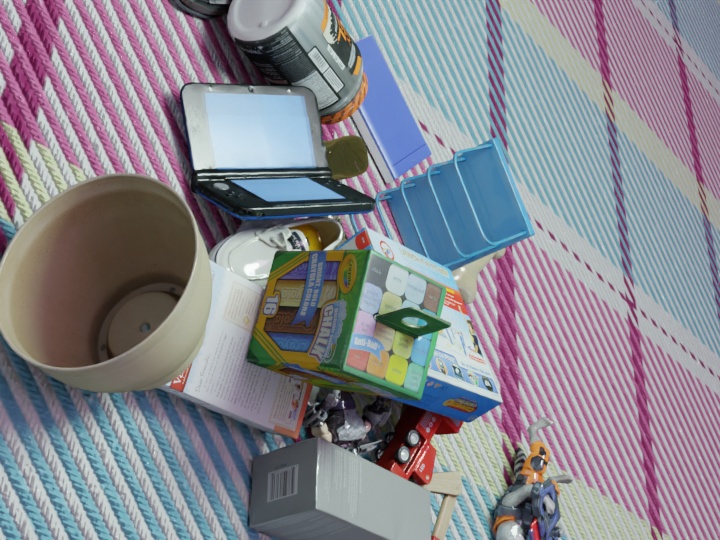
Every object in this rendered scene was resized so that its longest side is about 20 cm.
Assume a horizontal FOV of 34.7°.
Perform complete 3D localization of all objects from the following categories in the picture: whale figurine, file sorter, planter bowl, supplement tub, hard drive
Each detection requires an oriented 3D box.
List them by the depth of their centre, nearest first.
[{"bbox_3d":[-0.221,0.031,1.079,0.135,0.196,0.203,65,22,-56],"label":"planter bowl"},{"bbox_3d":[-0.074,-0.282,1.481,0.200,0.121,0.125,46,36,-52],"label":"supplement tub"},{"bbox_3d":[0.105,-0.068,1.554,0.122,0.198,0.141,-19,85,-53],"label":"file sorter"},{"bbox_3d":[0.027,-0.240,1.701,0.202,0.025,0.132,62,34,-7],"label":"hard drive"},{"bbox_3d":[0.154,-0.056,1.726,0.158,0.103,0.203,28,73,-43],"label":"whale figurine"}]

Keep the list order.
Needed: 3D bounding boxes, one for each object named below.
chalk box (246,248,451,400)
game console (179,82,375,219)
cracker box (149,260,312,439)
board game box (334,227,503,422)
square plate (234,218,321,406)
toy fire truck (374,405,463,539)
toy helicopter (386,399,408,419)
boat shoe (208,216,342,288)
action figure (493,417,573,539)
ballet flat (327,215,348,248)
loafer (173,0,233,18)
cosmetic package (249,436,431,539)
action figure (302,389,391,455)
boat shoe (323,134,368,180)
[{"bbox_3d":[0.001,0.056,1.176,0.124,0.198,0.126,25,75,-39],"label":"chalk box"},{"bbox_3d":[-0.095,-0.142,1.351,0.197,0.170,0.121,-6,113,-37],"label":"game console"},{"bbox_3d":[-0.132,0.084,1.227,0.199,0.057,0.136,31,71,-42],"label":"cracker box"},{"bbox_3d":[0.069,0.068,1.383,0.199,0.056,0.198,25,38,-50],"label":"board game box"},{"bbox_3d":[-0.094,0.030,1.374,0.201,0.028,0.199,51,38,-22],"label":"square plate"},{"bbox_3d":[0.083,0.253,1.418,0.141,0.048,0.201,49,55,-21],"label":"toy fire truck"},{"bbox_3d":[0.069,0.158,1.487,0.132,0.078,0.203,43,52,-40],"label":"toy helicopter"},{"bbox_3d":[-0.092,-0.023,1.316,0.199,0.069,0.072,-17,83,-51],"label":"boat shoe"},{"bbox_3d":[0.239,0.337,1.625,0.194,0.103,0.203,-51,139,-46],"label":"action figure"},{"bbox_3d":[0.000,0.000,1.483,0.201,0.046,0.067,52,1,-23],"label":"ballet flat"},{"bbox_3d":[-0.162,-0.365,1.480,0.199,0.062,0.073,-11,80,-55],"label":"loafer"},{"bbox_3d":[-0.018,0.263,1.273,0.199,0.106,0.092,32,48,-42],"label":"cosmetic package"},{"bbox_3d":[-0.022,0.139,1.330,0.129,0.068,0.204,8,70,-58],"label":"action figure"},{"bbox_3d":[-0.072,-0.139,1.489,0.199,0.062,0.075,-17,95,-49],"label":"boat shoe"}]
